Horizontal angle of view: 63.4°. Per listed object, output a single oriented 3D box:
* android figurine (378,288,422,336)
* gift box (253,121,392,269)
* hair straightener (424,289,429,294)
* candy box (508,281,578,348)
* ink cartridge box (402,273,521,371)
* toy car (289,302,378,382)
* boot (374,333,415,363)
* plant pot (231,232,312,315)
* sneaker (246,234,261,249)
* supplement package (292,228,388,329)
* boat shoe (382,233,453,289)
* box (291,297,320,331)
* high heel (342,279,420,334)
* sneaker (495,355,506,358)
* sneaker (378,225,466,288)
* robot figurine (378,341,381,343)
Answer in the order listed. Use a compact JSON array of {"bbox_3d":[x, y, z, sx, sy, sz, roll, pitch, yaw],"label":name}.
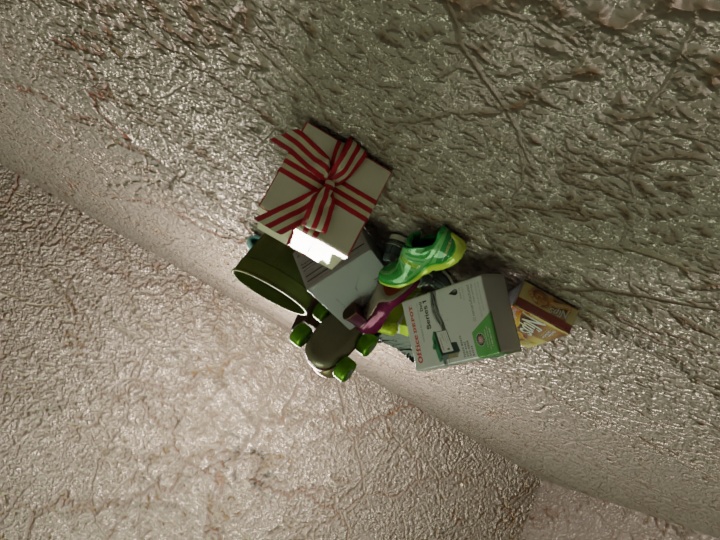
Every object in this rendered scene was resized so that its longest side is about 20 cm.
[{"bbox_3d":[0.086,0.088,1.351,0.199,0.182,0.041,15,129,23],"label":"android figurine"},{"bbox_3d":[-0.080,-0.118,0.970,0.199,0.186,0.187,24,167,-9],"label":"gift box"},{"bbox_3d":[0.203,0.077,1.281,0.077,0.041,0.200,14,171,39],"label":"hair straightener"},{"bbox_3d":[0.330,0.093,1.157,0.115,0.056,0.200,28,163,2],"label":"candy box"},{"bbox_3d":[0.186,0.103,1.109,0.084,0.147,0.199,1,162,-45],"label":"ink cartridge box"},{"bbox_3d":[-0.063,0.197,1.408,0.164,0.158,0.200,35,154,18],"label":"toy car"},{"bbox_3d":[0.129,0.130,1.421,0.199,0.168,0.077,29,129,-1],"label":"boot"},{"bbox_3d":[-0.167,-0.029,1.367,0.199,0.194,0.201,27,164,8],"label":"plant pot"},{"bbox_3d":[-0.248,-0.041,1.688,0.199,0.074,0.082,25,167,10],"label":"sneaker"},{"bbox_3d":[-0.020,0.008,1.249,0.200,0.155,0.111,49,-169,-51],"label":"supplement package"},{"bbox_3d":[0.119,0.002,1.220,0.200,0.062,0.073,39,161,-32],"label":"boat shoe"},{"bbox_3d":[-0.102,0.076,1.540,0.075,0.201,0.100,32,151,-14],"label":"box"},{"bbox_3d":[0.062,0.069,1.216,0.199,0.068,0.096,-29,136,32],"label":"high heel"},{"bbox_3d":[0.272,0.146,1.328,0.084,0.073,0.199,-11,-166,-39],"label":"sneaker"},{"bbox_3d":[0.106,-0.031,1.092,0.199,0.074,0.084,-27,108,40],"label":"sneaker"},{"bbox_3d":[0.033,0.125,1.624,0.199,0.150,0.125,33,-157,-16],"label":"robot figurine"}]
